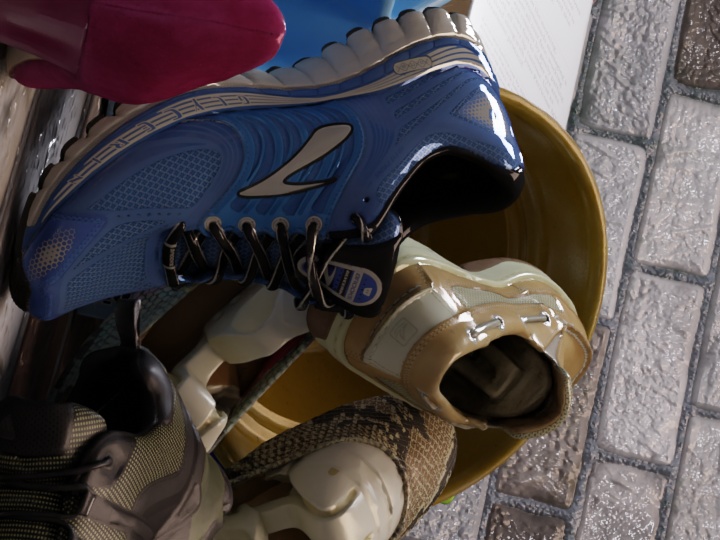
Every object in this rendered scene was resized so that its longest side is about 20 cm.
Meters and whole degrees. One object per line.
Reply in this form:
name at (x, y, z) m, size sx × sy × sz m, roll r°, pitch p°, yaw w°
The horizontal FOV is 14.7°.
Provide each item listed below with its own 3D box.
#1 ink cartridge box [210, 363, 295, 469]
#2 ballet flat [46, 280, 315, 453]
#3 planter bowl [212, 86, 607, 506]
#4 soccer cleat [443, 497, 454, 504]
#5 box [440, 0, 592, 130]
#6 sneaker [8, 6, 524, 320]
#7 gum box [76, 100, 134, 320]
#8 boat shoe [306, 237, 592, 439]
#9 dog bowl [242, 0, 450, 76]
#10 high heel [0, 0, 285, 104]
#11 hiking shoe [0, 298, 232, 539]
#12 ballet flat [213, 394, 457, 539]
ink cartridge box at (-0.042, 0.066, 1.246) m, size 0.200 × 0.037 × 0.095 m, roll -17°, pitch 86°, yaw -55°
ballet flat at (-0.053, 0.027, 1.083) m, size 0.200 × 0.069 × 0.071 m, roll -46°, pitch -159°, yaw -3°
planter bowl at (0.000, 0.000, 1.197) m, size 0.083 × 0.200 × 0.201 m, roll 39°, pitch -57°, yaw 53°
soccer cleat at (-0.032, 0.103, 1.460) m, size 0.200 × 0.081 × 0.068 m, roll -8°, pitch -136°, yaw 45°
box at (0.018, -0.120, 1.351) m, size 0.106 × 0.152 × 0.200 m, roll 58°, pitch 32°, yaw -36°
sneaker at (-0.029, -0.024, 0.989) m, size 0.089 × 0.200 × 0.079 m, roll 60°, pitch -20°, yaw 23°
gum box at (-0.065, -0.101, 1.163) m, size 0.170 × 0.044 × 0.200 m, roll -72°, pitch 175°, yaw -62°
boat shoe at (0.052, 0.039, 1.104) m, size 0.072 × 0.076 × 0.200 m, roll -57°, pitch 154°, yaw 12°
dog bowl at (0.000, -0.132, 1.041) m, size 0.200 × 0.050 × 0.112 m, roll -31°, pitch 152°, yaw -37°
high heel at (-0.060, -0.081, 0.851) m, size 0.200 × 0.096 × 0.068 m, roll -13°, pitch 116°, yaw -86°
hiking shoe at (-0.116, 0.096, 0.967) m, size 0.200 × 0.076 × 0.101 m, roll -60°, pitch 138°, yaw -51°
ballet flat at (-0.044, 0.109, 1.123) m, size 0.075 × 0.200 × 0.068 m, roll -156°, pitch -134°, yaw -75°
